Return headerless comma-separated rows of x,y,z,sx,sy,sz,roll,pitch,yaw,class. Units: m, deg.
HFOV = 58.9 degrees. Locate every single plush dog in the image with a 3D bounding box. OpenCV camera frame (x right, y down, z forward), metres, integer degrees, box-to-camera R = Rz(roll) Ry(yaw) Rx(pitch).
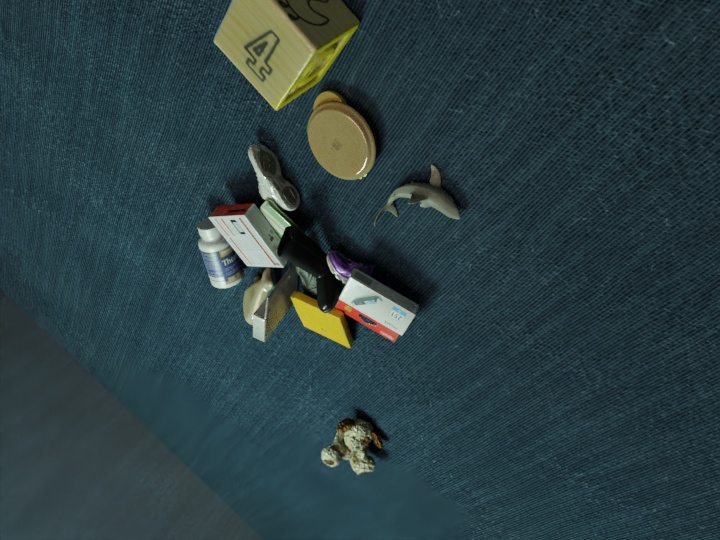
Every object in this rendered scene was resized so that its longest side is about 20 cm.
-0.020,0.563,2.130,0.196,0.162,0.173,22,125,-20,plush dog

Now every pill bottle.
-0.429,-0.057,1.944,0.109,0.111,0.204,10,128,29,pill bottle

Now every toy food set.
-0.046,-0.308,1.514,0.198,0.049,0.200,35,136,9,toy food set

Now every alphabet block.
-0.155,-0.501,1.341,0.200,0.196,0.196,45,139,-5,alphabet block

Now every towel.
-0.241,-0.114,1.784,0.152,0.024,0.199,44,149,-14,towel

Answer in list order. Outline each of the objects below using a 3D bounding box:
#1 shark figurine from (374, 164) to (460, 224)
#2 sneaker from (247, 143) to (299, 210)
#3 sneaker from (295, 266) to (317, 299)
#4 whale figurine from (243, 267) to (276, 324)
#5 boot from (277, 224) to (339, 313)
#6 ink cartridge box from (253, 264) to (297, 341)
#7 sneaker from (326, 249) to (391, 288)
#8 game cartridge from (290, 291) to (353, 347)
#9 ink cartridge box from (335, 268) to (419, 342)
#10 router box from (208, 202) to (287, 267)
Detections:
0.117,-0.165,1.478,0.210,0.090,0.131,1,122,33,shark figurine
-0.250,-0.239,1.700,0.098,0.078,0.203,-12,113,45,sneaker
-0.117,0.017,1.800,0.112,0.077,0.203,10,131,28,sneaker
-0.290,0.081,1.956,0.102,0.161,0.202,9,133,-29,whale figurine
-0.138,-0.003,1.682,0.065,0.168,0.199,-19,139,31,boot
-0.240,0.073,1.829,0.044,0.201,0.179,21,132,12,ink cartridge box
0.000,0.000,1.715,0.198,0.081,0.084,33,123,-4,sneaker
-0.110,0.142,1.871,0.173,0.033,0.202,23,154,21,game cartridge
0.034,0.108,1.694,0.197,0.045,0.178,30,134,0,ink cartridge box
-0.313,-0.097,1.808,0.177,0.049,0.202,3,138,43,router box
